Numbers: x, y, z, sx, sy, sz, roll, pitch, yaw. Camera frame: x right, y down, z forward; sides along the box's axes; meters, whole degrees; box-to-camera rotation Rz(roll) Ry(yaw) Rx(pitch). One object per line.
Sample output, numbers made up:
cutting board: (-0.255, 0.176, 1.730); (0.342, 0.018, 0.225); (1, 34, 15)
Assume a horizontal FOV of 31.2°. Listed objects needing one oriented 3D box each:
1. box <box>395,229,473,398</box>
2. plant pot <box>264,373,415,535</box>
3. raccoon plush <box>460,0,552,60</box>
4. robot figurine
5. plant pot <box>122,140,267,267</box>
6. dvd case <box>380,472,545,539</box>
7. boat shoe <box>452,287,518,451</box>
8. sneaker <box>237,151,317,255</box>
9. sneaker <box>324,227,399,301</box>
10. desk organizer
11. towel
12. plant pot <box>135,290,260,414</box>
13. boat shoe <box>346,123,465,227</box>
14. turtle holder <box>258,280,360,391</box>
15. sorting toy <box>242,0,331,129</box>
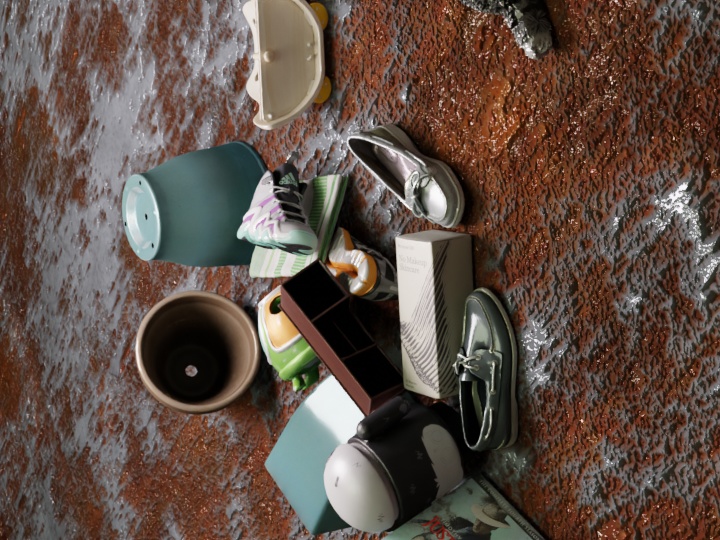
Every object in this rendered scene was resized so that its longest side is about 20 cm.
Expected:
box: (0.096, 0.054, 1.628); (0.082, 0.068, 0.201); (9, 107, 55)
plant pot: (-0.014, 0.235, 1.784); (0.141, 0.141, 0.201); (49, 129, 37)
raccoon plush: (0.126, -0.308, 1.474); (0.134, 0.096, 0.201); (-35, 69, 62)
robot figurine: (0.048, 0.244, 1.629); (0.151, 0.199, 0.125); (60, 156, 4)
plant pot: (-0.261, -0.093, 2.015); (0.200, 0.187, 0.201); (20, 115, 52)
dvd case: (0.110, 0.348, 1.579); (0.146, 0.199, 0.022); (43, 156, 43)
boat shoe: (0.148, 0.123, 1.576); (0.073, 0.062, 0.201); (2, 100, 56)
sneaker: (-0.105, -0.099, 1.808); (0.200, 0.077, 0.141); (12, 84, 60)
sneaker: (0.000, 0.000, 1.756); (0.079, 0.077, 0.200); (-67, 22, 10)
desk organizer: (-0.022, 0.087, 1.682); (0.200, 0.072, 0.077); (51, 164, 16)
towel: (-0.093, -0.064, 1.867); (0.200, 0.023, 0.153); (-1, 71, 57)
plant pot: (-0.274, 0.150, 2.122); (0.175, 0.199, 0.201); (128, 125, -69)
boat shoe: (0.059, -0.119, 1.640); (0.202, 0.064, 0.075); (50, 136, 37)
turtle holder: (-0.068, 0.076, 1.818); (0.141, 0.185, 0.132); (-42, 82, 34)
sorting toy: (-0.128, -0.314, 1.847); (0.180, 0.106, 0.201); (23, 118, 60)
